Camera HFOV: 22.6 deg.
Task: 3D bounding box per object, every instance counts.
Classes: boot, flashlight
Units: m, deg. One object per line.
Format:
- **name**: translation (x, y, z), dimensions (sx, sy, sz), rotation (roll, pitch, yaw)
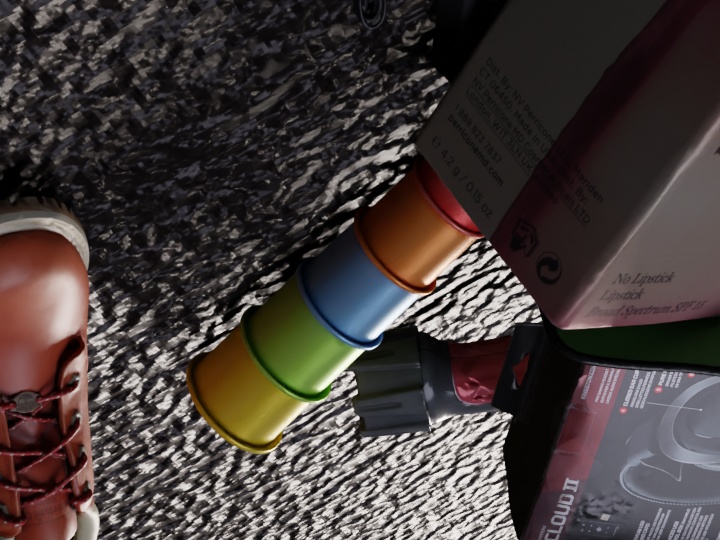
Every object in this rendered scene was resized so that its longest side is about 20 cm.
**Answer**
- **boot**: translation (-0.137, 0.054, 0.745), dimensions (0.074, 0.108, 0.201), rotation (-14, 149, -18)
- **flashlight**: translation (0.093, 0.043, 0.923), dimensions (0.198, 0.068, 0.068), rotation (-7, -171, 3)

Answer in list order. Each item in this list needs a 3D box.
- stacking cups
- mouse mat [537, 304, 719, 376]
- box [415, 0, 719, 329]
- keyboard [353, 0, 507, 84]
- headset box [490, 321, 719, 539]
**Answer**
- **stacking cups**: translation (0.000, 0.000, 0.833), dimensions (0.060, 0.061, 0.200), rotation (11, 130, -50)
- **mouse mat**: translation (0.167, 0.001, 0.799), dimensions (0.198, 0.162, 0.008), rotation (7, 123, -10)
- **box**: translation (0.137, -0.085, 0.696), dimensions (0.127, 0.109, 0.201), rotation (-3, 138, -44)
- **keyboard**: translation (0.049, -0.134, 0.666), dimensions (0.126, 0.021, 0.201), rotation (-19, 151, -13)
- **headset box**: translation (0.163, 0.062, 0.852), dimensions (0.198, 0.078, 0.150), rotation (8, 123, -8)
